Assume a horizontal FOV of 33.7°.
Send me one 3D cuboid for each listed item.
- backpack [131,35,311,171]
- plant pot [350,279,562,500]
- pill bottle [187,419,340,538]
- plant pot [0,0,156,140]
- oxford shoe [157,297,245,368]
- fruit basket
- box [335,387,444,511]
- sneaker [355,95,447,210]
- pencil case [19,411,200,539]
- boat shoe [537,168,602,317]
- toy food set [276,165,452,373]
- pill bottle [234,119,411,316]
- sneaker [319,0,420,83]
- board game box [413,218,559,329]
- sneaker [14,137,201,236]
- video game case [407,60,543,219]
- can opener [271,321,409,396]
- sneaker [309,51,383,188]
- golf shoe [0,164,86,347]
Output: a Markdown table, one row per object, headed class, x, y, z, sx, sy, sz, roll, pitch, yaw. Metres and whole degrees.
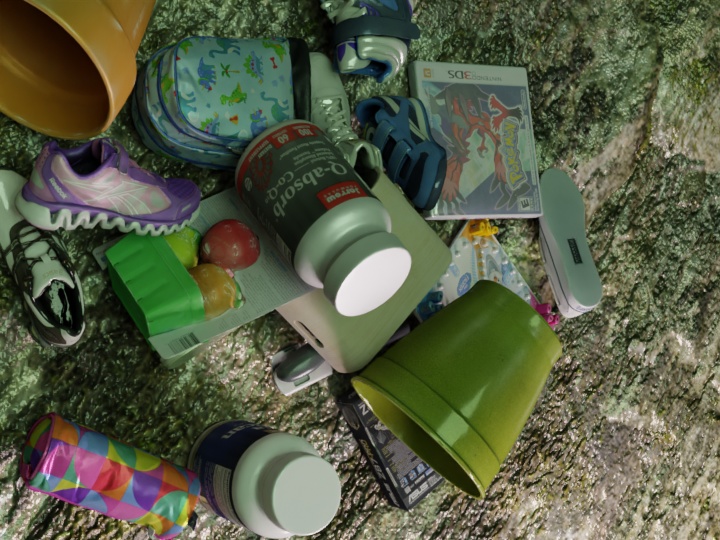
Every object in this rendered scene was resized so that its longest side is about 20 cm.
| class | x | y | z | sx | sy | sz | roll | pitch | yaw |
| --- | --- | --- | --- | --- | --- | --- | --- | --- | --- |
| backpack | -0.152 | -0.187 | 1.308 | 0.197 | 0.154 | 0.165 | 1 | 86 | -14 |
| plant pot | 0.124 | 0.121 | 1.363 | 0.193 | 0.200 | 0.201 | -48 | 113 | -12 |
| pill bottle | -0.104 | 0.228 | 1.295 | 0.110 | 0.199 | 0.113 | 0 | 91 | -31 |
| plant pot | -0.293 | -0.268 | 1.196 | 0.200 | 0.199 | 0.184 | 43 | 54 | -24 |
| oxford shoe | -0.152 | 0.038 | 1.345 | 0.199 | 0.075 | 0.058 | -32 | 80 | -27 |
| fruit basket | -0.164 | 0.000 | 1.284 | 0.198 | 0.185 | 0.094 | -22 | 142 | -27 |
| box | 0.085 | 0.177 | 1.496 | 0.199 | 0.049 | 0.162 | -36 | 109 | -26 |
| sneaker | 0.047 | -0.141 | 1.408 | 0.081 | 0.201 | 0.074 | 10 | 123 | -24 |
| pencil case | -0.265 | 0.224 | 1.269 | 0.199 | 0.088 | 0.089 | 30 | 76 | -26 |
| boat shoe | 0.265 | -0.035 | 1.592 | 0.073 | 0.065 | 0.202 | 1 | 70 | -23 |
| toy food set | 0.000 | 0.000 | 1.359 | 0.200 | 0.060 | 0.144 | -50 | 119 | -12 |
| pill bottle | -0.038 | -0.055 | 1.243 | 0.115 | 0.200 | 0.116 | -27 | 147 | -19 |
| sneaker | -0.017 | -0.308 | 1.392 | 0.199 | 0.080 | 0.148 | 35 | 52 | -32 |
| board game box | 0.168 | 0.056 | 1.520 | 0.201 | 0.026 | 0.201 | 53 | 47 | -20 |
| sneaker | -0.249 | -0.091 | 1.214 | 0.198 | 0.080 | 0.089 | 1 | 119 | -36 |
| video game case | 0.150 | -0.167 | 1.530 | 0.180 | 0.023 | 0.203 | -3 | 84 | -31 |
| can opener | -0.018 | 0.092 | 1.422 | 0.199 | 0.067 | 0.054 | -24 | 103 | -28 |
| sneaker | -0.019 | -0.162 | 1.391 | 0.073 | 0.115 | 0.203 | -14 | 97 | -27 |
| golf shoe | -0.329 | -0.017 | 1.221 | 0.077 | 0.094 | 0.202 | -29 | 104 | -26 |
